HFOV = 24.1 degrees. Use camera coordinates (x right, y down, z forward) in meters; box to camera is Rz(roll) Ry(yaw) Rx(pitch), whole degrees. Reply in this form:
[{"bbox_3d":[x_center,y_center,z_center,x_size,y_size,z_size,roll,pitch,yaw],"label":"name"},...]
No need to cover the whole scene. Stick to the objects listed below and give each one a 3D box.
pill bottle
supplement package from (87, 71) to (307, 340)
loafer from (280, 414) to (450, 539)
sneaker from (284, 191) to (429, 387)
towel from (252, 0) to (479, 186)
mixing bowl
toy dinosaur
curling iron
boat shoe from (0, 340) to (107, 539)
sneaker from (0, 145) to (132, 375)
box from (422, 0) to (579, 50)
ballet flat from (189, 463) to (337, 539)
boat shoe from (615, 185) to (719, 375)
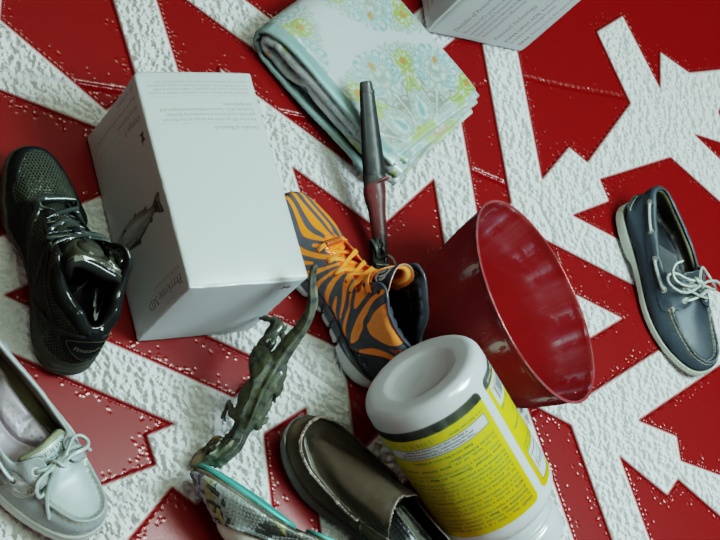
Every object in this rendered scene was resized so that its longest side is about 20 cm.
[{"bbox_3d":[0.096,0.163,1.460,0.200,0.112,0.113,59,46,-24],"label":"pill bottle"},{"bbox_3d":[-0.143,-0.056,1.450,0.117,0.117,0.201,-4,67,-34],"label":"supplement package"},{"bbox_3d":[0.017,0.195,1.447,0.200,0.071,0.073,45,51,-4],"label":"loafer"},{"bbox_3d":[0.000,0.000,1.513,0.077,0.112,0.200,-28,82,-39],"label":"sneaker"},{"bbox_3d":[0.010,-0.195,1.668,0.200,0.048,0.171,49,48,-1],"label":"towel"},{"bbox_3d":[0.118,0.048,1.546,0.200,0.108,0.201,44,31,-36],"label":"mixing bowl"},{"bbox_3d":[-0.078,0.082,1.420,0.047,0.088,0.200,27,96,-6],"label":"toy dinosaur"},{"bbox_3d":[0.017,-0.079,1.580,0.025,0.050,0.201,-2,84,-10],"label":"curling iron"},{"bbox_3d":[-0.265,0.122,1.311,0.074,0.065,0.202,-32,85,-39],"label":"boat shoe"},{"bbox_3d":[-0.238,-0.027,1.378,0.076,0.114,0.200,1,63,-34],"label":"sneaker"},{"bbox_3d":[0.158,-0.369,1.754,0.130,0.200,0.200,7,63,-32],"label":"box"},{"bbox_3d":[-0.062,0.231,1.386,0.200,0.072,0.072,29,53,-12],"label":"ballet flat"},{"bbox_3d":[0.330,0.009,1.751,0.075,0.062,0.201,-2,68,-35],"label":"boat shoe"}]
